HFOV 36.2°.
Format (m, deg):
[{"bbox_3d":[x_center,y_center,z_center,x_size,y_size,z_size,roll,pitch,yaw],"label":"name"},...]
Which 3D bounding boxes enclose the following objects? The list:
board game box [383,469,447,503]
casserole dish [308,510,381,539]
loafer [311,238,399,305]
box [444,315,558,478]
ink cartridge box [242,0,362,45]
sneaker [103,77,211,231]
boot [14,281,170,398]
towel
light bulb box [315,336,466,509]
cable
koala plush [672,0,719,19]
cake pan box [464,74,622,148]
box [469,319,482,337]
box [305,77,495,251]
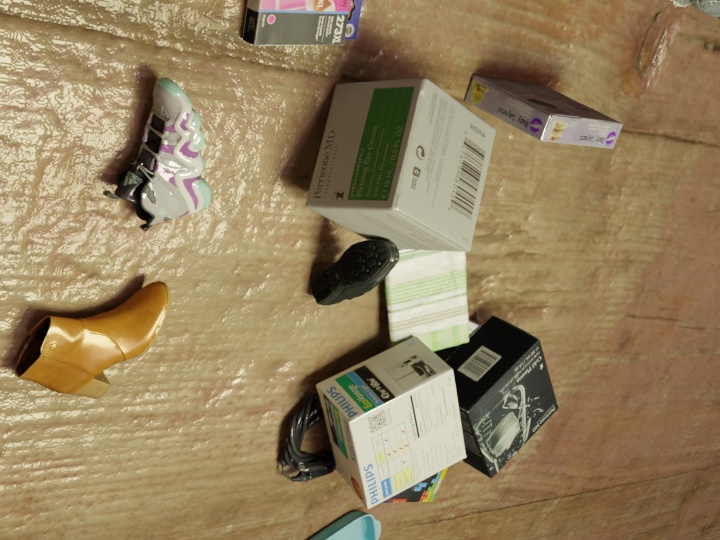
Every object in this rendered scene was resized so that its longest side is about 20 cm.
[{"bbox_3d":[0.106,0.337,2.067,0.165,0.057,0.201,9,108,-47],"label":"board game box"},{"bbox_3d":[-0.049,0.519,2.047,0.200,0.039,0.122,-28,131,-27],"label":"casserole dish"},{"bbox_3d":[0.000,0.000,1.686,0.070,0.200,0.068,-7,74,-38],"label":"loafer"},{"bbox_3d":[0.239,0.229,2.006,0.200,0.124,0.197,-42,135,-21],"label":"box"},{"bbox_3d":[-0.066,-0.356,1.499,0.199,0.037,0.095,-11,122,-41],"label":"ink cartridge box"},{"bbox_3d":[-0.270,-0.137,1.409,0.140,0.078,0.201,-30,131,-28],"label":"sneaker"},{"bbox_3d":[-0.355,0.080,1.467,0.201,0.071,0.144,-53,141,3],"label":"boot"},{"bbox_3d":[0.111,0.045,1.869,0.149,0.031,0.201,-11,114,-16],"label":"towel"},{"bbox_3d":[0.053,0.252,1.835,0.199,0.125,0.199,-24,124,-19],"label":"light bulb box"},{"bbox_3d":[-0.050,0.275,1.897,0.199,0.051,0.164,-10,116,-36],"label":"cable"},{"bbox_3d":[0.663,-0.527,1.985,0.200,0.177,0.184,-32,121,-24],"label":"koala plush"},{"bbox_3d":[0.299,-0.258,1.788,0.199,0.184,0.052,-2,120,-43],"label":"cake pan box"},{"bbox_3d":[0.153,0.092,1.972,0.200,0.041,0.039,23,97,-47],"label":"box"},{"bbox_3d":[0.062,-0.150,1.601,0.200,0.171,0.200,25,74,-47],"label":"box"}]
